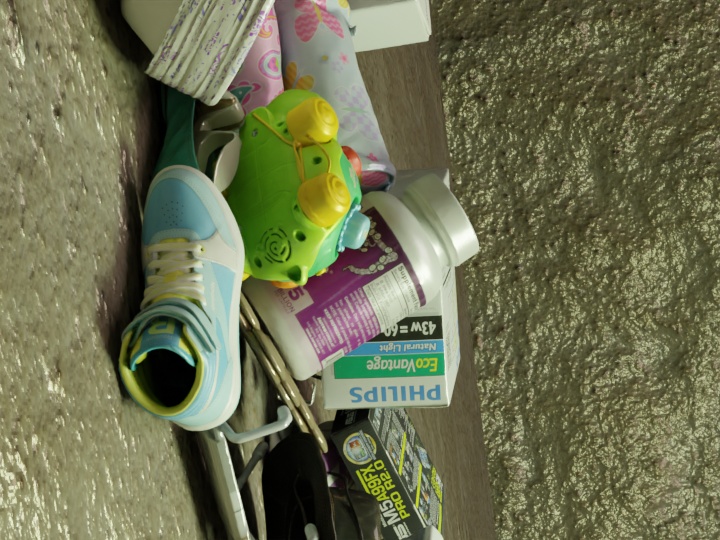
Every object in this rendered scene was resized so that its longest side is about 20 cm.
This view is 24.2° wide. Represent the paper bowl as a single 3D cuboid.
[{"bbox_3d":[-0.114,-0.237,1.293,0.201,0.104,0.201,-59,-167,22],"label":"paper bowl"}]

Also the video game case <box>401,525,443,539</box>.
[{"bbox_3d":[-0.013,0.317,1.403,0.023,0.181,0.200,51,21,-20],"label":"video game case"}]

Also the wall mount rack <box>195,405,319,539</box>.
[{"bbox_3d":[-0.095,0.144,1.371,0.174,0.074,0.201,-137,-149,-59],"label":"wall mount rack"}]

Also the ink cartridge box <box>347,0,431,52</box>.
[{"bbox_3d":[-0.038,-0.291,1.642,0.084,0.199,0.146,61,23,-67],"label":"ink cartridge box"}]

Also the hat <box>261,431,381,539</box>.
[{"bbox_3d":[-0.024,0.228,1.431,0.200,0.080,0.202,180,-90,-69],"label":"hat"}]

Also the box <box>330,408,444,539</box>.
[{"bbox_3d":[0.031,0.193,1.677,0.161,0.044,0.200,64,9,-11],"label":"box"}]

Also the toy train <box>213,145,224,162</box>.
[{"bbox_3d":[-0.107,-0.082,1.504,0.200,0.056,0.042,-81,161,-57],"label":"toy train"}]

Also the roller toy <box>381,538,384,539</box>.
[{"bbox_3d":[0.035,0.370,1.735,0.200,0.139,0.183,49,27,-59],"label":"roller toy"}]

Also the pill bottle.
[{"bbox_3d":[0.000,0.000,1.471,0.113,0.199,0.112,56,-8,12],"label":"pill bottle"}]

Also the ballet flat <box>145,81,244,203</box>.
[{"bbox_3d":[-0.128,-0.108,1.361,0.068,0.070,0.201,71,15,-47],"label":"ballet flat"}]

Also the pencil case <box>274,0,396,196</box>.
[{"bbox_3d":[-0.030,-0.158,1.521,0.090,0.083,0.201,6,63,-45],"label":"pencil case"}]

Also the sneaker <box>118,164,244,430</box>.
[{"bbox_3d":[-0.132,0.016,1.221,0.131,0.079,0.201,22,59,-80],"label":"sneaker"}]

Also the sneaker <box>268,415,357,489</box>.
[{"bbox_3d":[-0.043,0.171,1.645,0.201,0.072,0.115,-73,151,-67],"label":"sneaker"}]

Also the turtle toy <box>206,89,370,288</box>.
[{"bbox_3d":[-0.055,-0.071,1.379,0.101,0.145,0.201,28,43,-42],"label":"turtle toy"}]

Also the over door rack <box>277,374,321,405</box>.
[{"bbox_3d":[-0.069,0.022,1.625,0.148,0.066,0.201,-40,127,-79],"label":"over door rack"}]

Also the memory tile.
[{"bbox_3d":[-0.084,0.068,1.448,0.154,0.017,0.200,56,-6,31],"label":"memory tile"}]

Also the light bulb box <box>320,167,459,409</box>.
[{"bbox_3d":[0.028,0.014,1.641,0.198,0.124,0.201,-59,147,-77],"label":"light bulb box"}]

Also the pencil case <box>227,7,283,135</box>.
[{"bbox_3d":[-0.116,-0.215,1.488,0.087,0.087,0.201,7,77,-80],"label":"pencil case"}]
